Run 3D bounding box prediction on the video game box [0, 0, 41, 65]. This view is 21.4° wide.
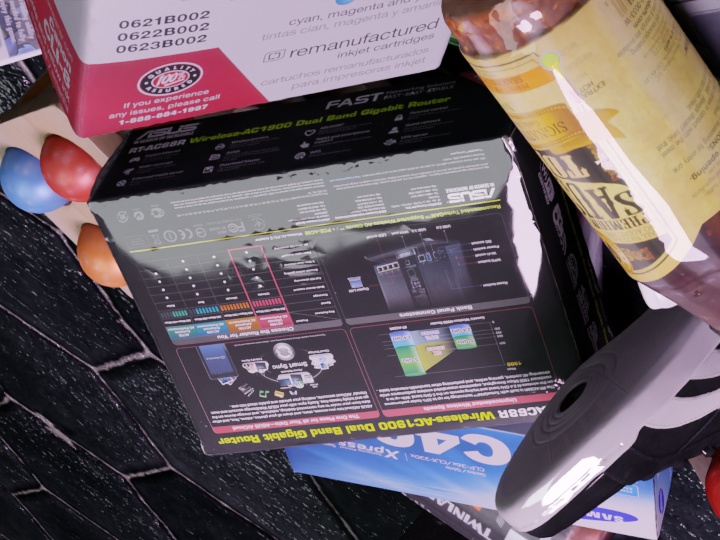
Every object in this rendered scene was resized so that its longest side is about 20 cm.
[{"bbox_3d":[-0.156,-0.178,0.732,0.047,0.182,0.201,8,115,69],"label":"video game box"}]

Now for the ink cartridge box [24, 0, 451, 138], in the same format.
[{"bbox_3d":[-0.039,-0.167,0.624,0.200,0.145,0.145,109,144,-58],"label":"ink cartridge box"}]

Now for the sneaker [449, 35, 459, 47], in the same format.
[{"bbox_3d":[-0.005,-0.135,0.815,0.200,0.078,0.085,25,155,29],"label":"sneaker"}]

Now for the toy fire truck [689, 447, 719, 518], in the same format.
[{"bbox_3d":[0.210,0.102,0.922,0.199,0.129,0.176,6,143,35],"label":"toy fire truck"}]

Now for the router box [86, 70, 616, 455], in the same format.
[{"bbox_3d":[0.000,0.000,0.844,0.199,0.062,0.150,-7,124,21],"label":"router box"}]

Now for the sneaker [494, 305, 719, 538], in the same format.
[{"bbox_3d":[0.158,0.059,0.785,0.112,0.200,0.073,44,179,-12],"label":"sneaker"}]

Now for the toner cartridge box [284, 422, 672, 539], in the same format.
[{"bbox_3d":[0.056,0.081,0.970,0.199,0.043,0.095,9,150,16],"label":"toner cartridge box"}]

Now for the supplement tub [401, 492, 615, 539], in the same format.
[{"bbox_3d":[0.065,0.095,1.109,0.200,0.107,0.107,33,157,12],"label":"supplement tub"}]

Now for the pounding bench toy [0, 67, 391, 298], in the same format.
[{"bbox_3d":[-0.072,-0.048,0.977,0.200,0.156,0.124,46,156,-19],"label":"pounding bench toy"}]

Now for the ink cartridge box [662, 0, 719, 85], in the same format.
[{"bbox_3d":[0.165,-0.106,0.610,0.144,0.084,0.200,11,145,50],"label":"ink cartridge box"}]

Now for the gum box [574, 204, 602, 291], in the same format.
[{"bbox_3d":[0.060,0.003,0.952,0.113,0.066,0.200,9,149,13],"label":"gum box"}]

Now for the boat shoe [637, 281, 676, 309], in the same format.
[{"bbox_3d":[0.088,-0.078,0.716,0.065,0.074,0.200,-26,91,22],"label":"boat shoe"}]

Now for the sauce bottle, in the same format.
[{"bbox_3d":[0.105,-0.032,0.650,0.200,0.066,0.066,50,154,-22],"label":"sauce bottle"}]

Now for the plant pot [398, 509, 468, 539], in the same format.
[{"bbox_3d":[0.077,0.285,1.363,0.200,0.200,0.178,24,142,30],"label":"plant pot"}]
